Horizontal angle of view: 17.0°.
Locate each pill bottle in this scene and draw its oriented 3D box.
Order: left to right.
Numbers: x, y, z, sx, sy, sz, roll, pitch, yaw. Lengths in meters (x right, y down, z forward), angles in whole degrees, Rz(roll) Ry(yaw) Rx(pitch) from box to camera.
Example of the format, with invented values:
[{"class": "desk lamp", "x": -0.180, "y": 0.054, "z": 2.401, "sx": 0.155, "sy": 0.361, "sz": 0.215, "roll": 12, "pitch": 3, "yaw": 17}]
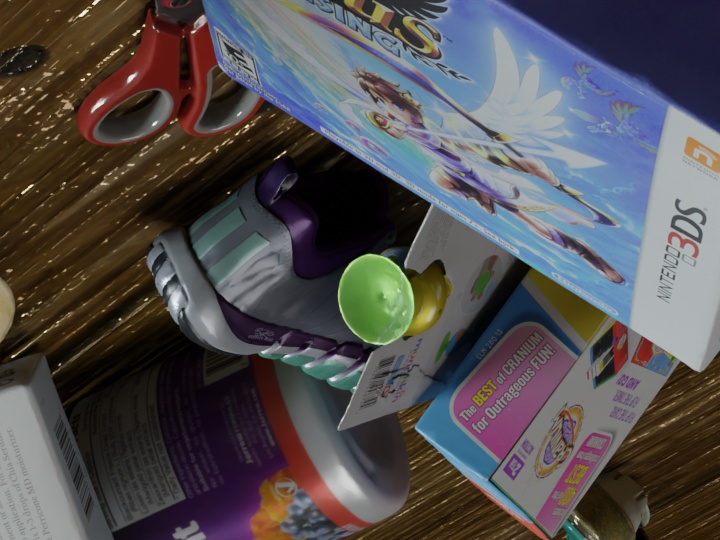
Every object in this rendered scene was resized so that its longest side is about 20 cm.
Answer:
[{"class": "pill bottle", "x": -0.086, "y": 0.101, "z": 1.148, "sx": 0.199, "sy": 0.112, "sz": 0.111, "roll": -26, "pitch": 159, "yaw": 17}]

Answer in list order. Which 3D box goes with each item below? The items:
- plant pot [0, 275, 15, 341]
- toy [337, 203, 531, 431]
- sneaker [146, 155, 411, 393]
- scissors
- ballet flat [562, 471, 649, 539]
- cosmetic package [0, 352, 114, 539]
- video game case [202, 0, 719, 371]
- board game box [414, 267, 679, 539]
[{"class": "plant pot", "x": -0.235, "y": 0.028, "z": 0.943, "sx": 0.199, "sy": 0.028, "sz": 0.200, "roll": -18, "pitch": 160, "yaw": -7}, {"class": "toy", "x": 0.049, "y": -0.009, "z": 1.020, "sx": 0.200, "sy": 0.047, "sz": 0.116, "roll": -21, "pitch": 137, "yaw": -59}, {"class": "sneaker", "x": 0.000, "y": 0.000, "z": 1.028, "sx": 0.087, "sy": 0.075, "sz": 0.200, "roll": -40, "pitch": 157, "yaw": 22}, {"class": "scissors", "x": -0.056, "y": -0.092, "z": 0.819, "sx": 0.073, "sy": 0.014, "sz": 0.200, "roll": -11, "pitch": 158, "yaw": -16}, {"class": "ballet flat", "x": 0.170, "y": 0.173, "z": 1.663, "sx": 0.070, "sy": 0.071, "sz": 0.200, "roll": -20, "pitch": 160, "yaw": 3}, {"class": "cosmetic package", "x": -0.218, "y": 0.120, "z": 1.062, "sx": 0.199, "sy": 0.102, "sz": 0.071, "roll": -19, "pitch": -170, "yaw": 1}, {"class": "video game case", "x": 0.036, "y": -0.064, "z": 0.722, "sx": 0.046, "sy": 0.199, "sz": 0.181, "roll": -54, "pitch": 166, "yaw": -16}, {"class": "board game box", "x": 0.113, "y": 0.016, "z": 1.064, "sx": 0.200, "sy": 0.040, "sz": 0.153, "roll": -53, "pitch": 159, "yaw": -5}]
